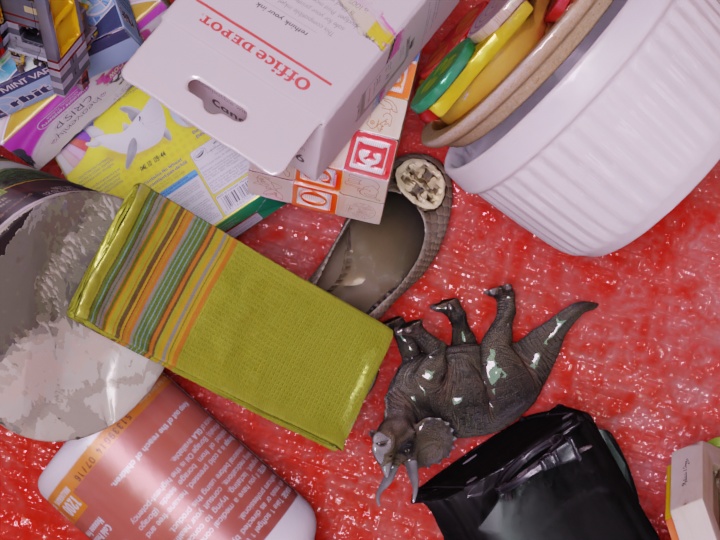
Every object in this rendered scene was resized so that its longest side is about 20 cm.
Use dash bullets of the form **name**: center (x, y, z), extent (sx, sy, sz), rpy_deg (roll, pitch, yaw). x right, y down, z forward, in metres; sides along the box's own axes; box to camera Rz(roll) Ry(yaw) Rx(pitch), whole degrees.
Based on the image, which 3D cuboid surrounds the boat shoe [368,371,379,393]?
- **boat shoe**: center (-0.078, 0.028, 1.071), extent (0.199, 0.065, 0.074), rpy_deg (25, 94, 2)

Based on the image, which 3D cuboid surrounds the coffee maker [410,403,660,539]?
- **coffee maker**: center (0.132, 0.200, 1.004), extent (0.134, 0.192, 0.201), rpy_deg (-32, 90, 8)

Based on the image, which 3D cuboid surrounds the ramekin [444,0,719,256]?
- **ramekin**: center (0.155, -0.102, 0.992), extent (0.105, 0.200, 0.200), rpy_deg (40, 94, -10)

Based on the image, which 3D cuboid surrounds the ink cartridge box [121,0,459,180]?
- **ink cartridge box**: center (-0.037, -0.138, 0.946), extent (0.116, 0.068, 0.200), rpy_deg (33, 65, 11)

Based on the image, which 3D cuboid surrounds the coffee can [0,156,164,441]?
- **coffee can**: center (-0.222, 0.005, 0.989), extent (0.146, 0.199, 0.148), rpy_deg (-13, 111, -38)

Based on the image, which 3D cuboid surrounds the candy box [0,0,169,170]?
- **candy box**: center (-0.222, -0.184, 1.040), extent (0.136, 0.061, 0.200), rpy_deg (-42, 72, 2)

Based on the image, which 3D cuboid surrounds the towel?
- **towel**: center (-0.070, 0.031, 0.954), extent (0.199, 0.018, 0.087), rpy_deg (30, 83, -30)

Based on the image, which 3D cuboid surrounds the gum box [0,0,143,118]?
- **gum box**: center (-0.240, -0.192, 0.989), extent (0.169, 0.045, 0.201), rpy_deg (-23, 72, 7)

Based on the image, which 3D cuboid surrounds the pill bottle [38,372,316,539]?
- **pill bottle**: center (-0.102, 0.164, 1.055), extent (0.200, 0.112, 0.112), rpy_deg (42, 94, 1)

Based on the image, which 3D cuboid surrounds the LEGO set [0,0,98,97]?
- **LEGO set**: center (-0.204, -0.183, 0.918), extent (0.198, 0.116, 0.154), rpy_deg (11, 50, 11)

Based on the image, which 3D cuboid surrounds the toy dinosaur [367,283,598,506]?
- **toy dinosaur**: center (0.070, 0.071, 1.068), extent (0.199, 0.077, 0.103), rpy_deg (-20, 96, -28)

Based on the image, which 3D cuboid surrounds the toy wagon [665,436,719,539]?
- **toy wagon**: center (0.251, 0.205, 1.017), extent (0.039, 0.155, 0.201), rpy_deg (-25, 110, 23)

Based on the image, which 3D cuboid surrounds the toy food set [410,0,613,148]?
- **toy food set**: center (0.099, -0.156, 0.986), extent (0.049, 0.198, 0.200), rpy_deg (41, 96, -10)

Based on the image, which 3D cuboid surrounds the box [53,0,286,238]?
- **box**: center (-0.146, -0.099, 1.059), extent (0.117, 0.048, 0.201), rpy_deg (-32, 76, 4)

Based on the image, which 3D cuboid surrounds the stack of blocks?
- **stack of blocks**: center (-0.019, -0.141, 1.019), extent (0.114, 0.059, 0.201), rpy_deg (13, 65, 1)

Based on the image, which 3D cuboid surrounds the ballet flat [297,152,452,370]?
- **ballet flat**: center (0.000, 0.000, 1.040), extent (0.067, 0.046, 0.200), rpy_deg (37, 67, 2)
